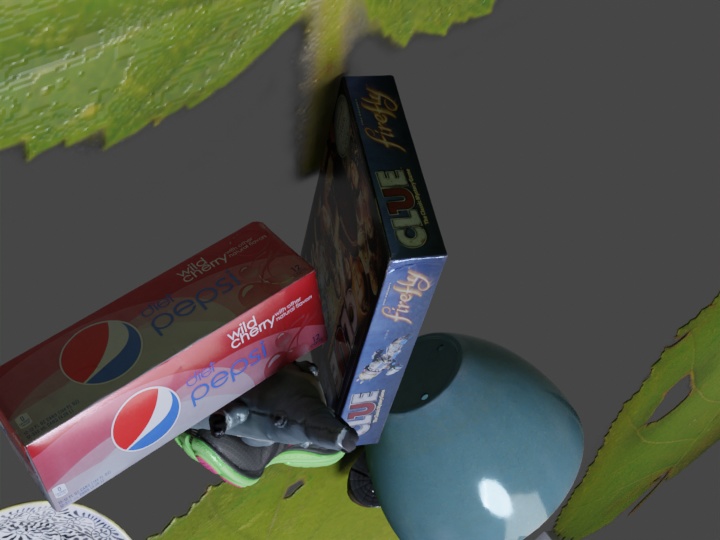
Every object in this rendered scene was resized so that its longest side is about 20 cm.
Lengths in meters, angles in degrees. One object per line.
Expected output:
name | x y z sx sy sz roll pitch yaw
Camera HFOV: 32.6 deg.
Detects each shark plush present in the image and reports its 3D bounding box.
shark plush | -0.066 0.098 0.781 0.082 0.199 0.092 -9 113 -35

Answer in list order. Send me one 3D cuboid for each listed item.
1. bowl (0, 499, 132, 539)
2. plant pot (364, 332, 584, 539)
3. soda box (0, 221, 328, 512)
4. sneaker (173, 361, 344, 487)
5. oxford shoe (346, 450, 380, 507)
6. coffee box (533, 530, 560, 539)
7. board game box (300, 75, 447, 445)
bowl | -0.243 0.250 0.832 0.199 0.094 0.204 -1 91 -42
plant pot | 0.080 0.135 1.090 0.199 0.200 0.135 -39 121 -4
soda box | -0.119 0.053 0.738 0.199 0.070 0.064 -32 138 -22
sneaker | -0.070 0.110 0.945 0.199 0.076 0.085 -3 119 -60
oxford shoe | 0.064 0.170 1.256 0.199 0.073 0.085 -31 170 -17
coffee box | 0.316 0.597 2.303 0.200 0.115 0.080 -43 157 8
board game box | 0.000 0.000 0.761 0.034 0.137 0.201 -4 143 -16
